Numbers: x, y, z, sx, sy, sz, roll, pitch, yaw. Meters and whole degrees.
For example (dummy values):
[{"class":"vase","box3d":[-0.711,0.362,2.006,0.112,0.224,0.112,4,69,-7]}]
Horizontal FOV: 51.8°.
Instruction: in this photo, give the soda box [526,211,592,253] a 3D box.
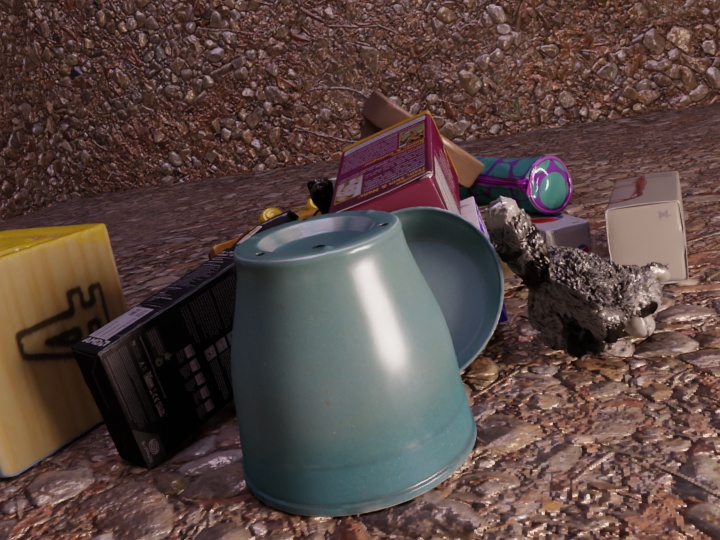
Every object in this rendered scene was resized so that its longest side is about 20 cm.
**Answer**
[{"class":"soda box","box3d":[0.258,-0.049,1.082,0.068,0.064,0.200,-13,14,-10]}]

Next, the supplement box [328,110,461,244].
[{"class":"supplement box","box3d":[0.047,-0.093,0.898,0.130,0.104,0.201,-20,28,17]}]

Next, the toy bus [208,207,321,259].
[{"class":"toy bus","box3d":[-0.104,-0.034,1.023,0.199,0.066,0.078,-20,-6,-35]}]

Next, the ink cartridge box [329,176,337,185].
[{"class":"ink cartridge box","box3d":[0.053,-0.095,1.229,0.198,0.147,0.048,-8,5,8]}]

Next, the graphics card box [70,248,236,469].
[{"class":"graphics card box","box3d":[-0.162,0.077,0.711,0.051,0.126,0.200,5,31,37]}]

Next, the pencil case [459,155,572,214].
[{"class":"pencil case","box3d":[0.224,-0.131,1.123,0.092,0.086,0.200,0,7,-28]}]

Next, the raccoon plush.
[{"class":"raccoon plush","box3d":[0.225,-0.012,0.725,0.134,0.201,0.096,-37,16,-32]}]

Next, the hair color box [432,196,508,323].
[{"class":"hair color box","box3d":[0.101,-0.001,0.870,0.109,0.065,0.201,-21,29,15]}]

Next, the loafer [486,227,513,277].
[{"class":"loafer","box3d":[0.163,-0.012,1.001,0.076,0.068,0.200,-58,19,-18]}]

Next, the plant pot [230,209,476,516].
[{"class":"plant pot","box3d":[-0.016,0.057,0.601,0.198,0.190,0.200,-9,16,3]}]

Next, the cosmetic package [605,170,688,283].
[{"class":"cosmetic package","box3d":[0.373,-0.059,0.961,0.087,0.104,0.200,-6,13,24]}]

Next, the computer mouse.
[{"class":"computer mouse","box3d":[-0.103,-0.025,0.941,0.046,0.141,0.200,38,78,28]}]

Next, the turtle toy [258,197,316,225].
[{"class":"turtle toy","box3d":[-0.073,-0.033,1.146,0.199,0.102,0.146,-17,-29,-20]}]

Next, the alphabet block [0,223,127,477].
[{"class":"alphabet block","box3d":[-0.374,0.073,0.781,0.194,0.202,0.196,-3,16,28]}]

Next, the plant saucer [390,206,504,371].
[{"class":"plant saucer","box3d":[0.053,0.032,0.763,0.198,0.202,0.036,-4,-25,23]}]

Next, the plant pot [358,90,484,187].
[{"class":"plant pot","box3d":[0.054,-0.142,1.109,0.199,0.175,0.200,34,12,-8]}]
